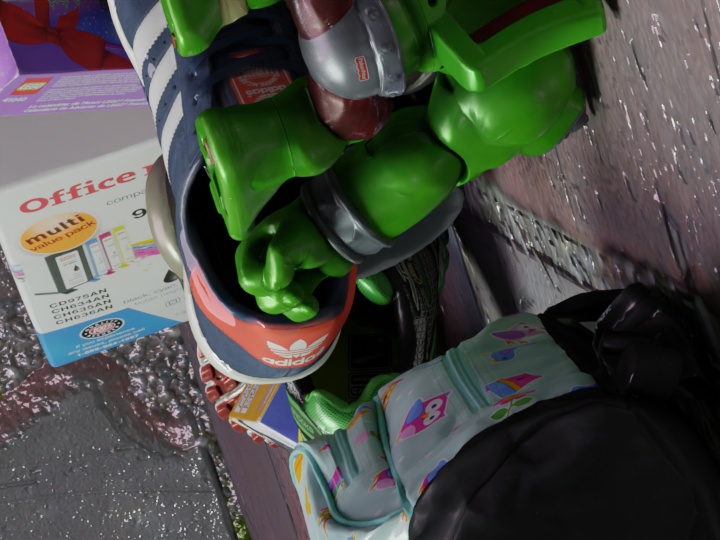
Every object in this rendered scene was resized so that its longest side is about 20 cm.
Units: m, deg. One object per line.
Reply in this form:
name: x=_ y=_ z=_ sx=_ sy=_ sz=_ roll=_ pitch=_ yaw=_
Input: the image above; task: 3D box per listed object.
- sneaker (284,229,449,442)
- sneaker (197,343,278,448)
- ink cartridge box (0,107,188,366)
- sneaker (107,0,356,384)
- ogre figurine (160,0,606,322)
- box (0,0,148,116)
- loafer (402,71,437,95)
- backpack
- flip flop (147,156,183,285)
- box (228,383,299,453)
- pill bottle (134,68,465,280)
sneaker: x=0.000 y=0.000 z=1.158 sx=0.085 sy=0.077 sz=0.201 roll=78 pitch=180 yaw=-53
sneaker: x=-0.028 y=0.049 z=1.461 sx=0.200 sy=0.077 sz=0.082 roll=55 pitch=-165 yaw=-47
ink cartridge box: x=-0.118 y=-0.074 z=1.407 sx=0.200 sy=0.146 sz=0.145 roll=82 pitch=168 yaw=-65
sneaker: x=-0.038 y=-0.064 z=0.982 sx=0.085 sy=0.074 sz=0.201 roll=149 pitch=107 yaw=-77
ogre figurine: x=0.003 y=-0.076 z=0.842 sx=0.098 sy=0.119 sz=0.201 roll=-118 pitch=12 yaw=-66
box: x=-0.095 y=-0.136 z=1.191 sx=0.039 sy=0.199 sz=0.138 roll=-34 pitch=71 yaw=41
loafer: x=-0.025 y=-0.150 z=0.959 sx=0.073 sy=0.071 sz=0.201 roll=-28 pitch=79 yaw=52
backpack: x=0.054 y=0.085 z=0.865 sx=0.200 sy=0.126 sz=0.168 roll=-124 pitch=13 yaw=-75
flip flop: x=-0.060 y=-0.008 z=1.279 sx=0.200 sy=0.057 sz=0.082 roll=19 pitch=-128 yaw=-72
box: x=0.007 y=0.080 z=1.286 sx=0.119 sy=0.042 sz=0.200 roll=30 pitch=177 yaw=-4
pill bottle: x=-0.035 y=-0.099 z=1.099 sx=0.112 sy=0.111 sz=0.201 roll=89 pitch=160 yaw=-69
